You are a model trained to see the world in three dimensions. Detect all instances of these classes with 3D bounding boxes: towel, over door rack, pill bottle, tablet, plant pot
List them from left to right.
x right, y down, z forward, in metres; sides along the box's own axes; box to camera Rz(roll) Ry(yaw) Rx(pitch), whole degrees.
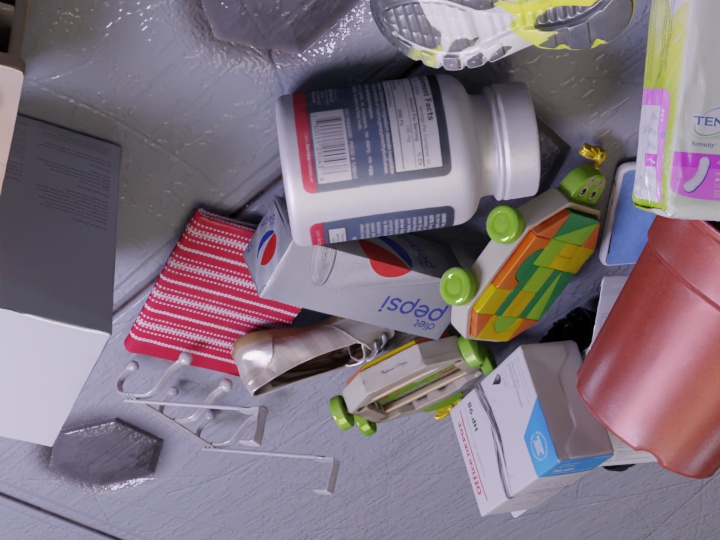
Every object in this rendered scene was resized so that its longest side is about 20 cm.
[{"bbox_3d":[-0.127,0.027,1.111,0.143,0.023,0.201,15,133,-24],"label":"towel"},{"bbox_3d":[-0.123,0.142,1.147,0.198,0.067,0.148,12,160,38],"label":"over door rack"},{"bbox_3d":[0.037,-0.091,0.935,0.196,0.121,0.121,-7,139,-1],"label":"pill bottle"},{"bbox_3d":[0.297,0.058,1.019,0.198,0.201,0.197,19,112,-28],"label":"plant pot"},{"bbox_3d":[0.326,-0.060,1.095,0.196,0.014,0.131,-6,138,-4],"label":"tablet"}]

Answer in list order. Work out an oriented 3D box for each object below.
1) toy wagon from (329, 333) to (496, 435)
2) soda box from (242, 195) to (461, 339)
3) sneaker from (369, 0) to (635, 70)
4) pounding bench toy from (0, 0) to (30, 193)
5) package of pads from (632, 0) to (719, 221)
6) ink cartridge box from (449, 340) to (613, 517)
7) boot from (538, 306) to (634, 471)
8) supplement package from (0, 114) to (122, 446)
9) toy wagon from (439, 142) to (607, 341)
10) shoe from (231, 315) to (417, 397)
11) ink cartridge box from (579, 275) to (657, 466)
[{"bbox_3d":[0.060,0.117,1.186,0.153,0.040,0.200,-27,160,12],"label":"toy wagon"},{"bbox_3d":[0.000,0.000,1.046,0.198,0.064,0.069,15,121,-33],"label":"soda box"},{"bbox_3d":[0.105,-0.201,0.863,0.197,0.085,0.075,3,135,20],"label":"sneaker"},{"bbox_3d":[-0.328,-0.146,0.786,0.197,0.158,0.125,10,136,-19],"label":"pounding bench toy"},{"bbox_3d":[0.289,-0.138,0.895,0.152,0.068,0.204,3,98,-14],"label":"package of pads"},{"bbox_3d":[0.153,0.164,1.151,0.066,0.117,0.200,-4,153,-26],"label":"ink cartridge box"},{"bbox_3d":[0.245,0.125,1.235,0.166,0.077,0.202,9,129,-23],"label":"boot"},{"bbox_3d":[-0.283,0.001,0.921,0.150,0.202,0.151,16,133,-24],"label":"supplement package"},{"bbox_3d":[0.158,-0.021,1.044,0.154,0.040,0.201,8,124,-53],"label":"toy wagon"},{"bbox_3d":[-0.025,0.077,1.140,0.197,0.054,0.070,-12,144,-14],"label":"shoe"},{"bbox_3d":[0.273,0.092,1.153,0.160,0.050,0.203,-1,109,-21],"label":"ink cartridge box"}]
